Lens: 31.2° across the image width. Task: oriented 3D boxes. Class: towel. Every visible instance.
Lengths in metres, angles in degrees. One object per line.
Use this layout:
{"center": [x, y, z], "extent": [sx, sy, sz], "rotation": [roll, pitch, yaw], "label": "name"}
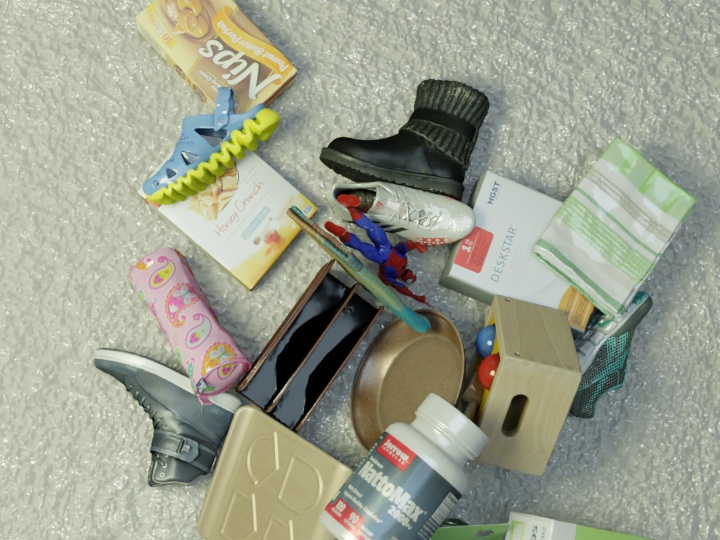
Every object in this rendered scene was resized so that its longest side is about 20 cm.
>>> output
{"center": [0.338, -0.058, 1.699], "extent": [0.149, 0.031, 0.201], "rotation": [38, 79, -3], "label": "towel"}
{"center": [0.000, 0.000, 1.617], "extent": [0.022, 0.200, 0.146], "rotation": [-49, 46, -3], "label": "towel"}

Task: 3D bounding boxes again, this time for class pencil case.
{"center": [-0.218, 0.068, 1.630], "extent": [0.087, 0.088, 0.201], "rotation": [-30, 67, -9], "label": "pencil case"}

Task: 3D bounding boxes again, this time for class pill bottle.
{"center": [0.055, 0.249, 1.506], "extent": [0.119, 0.120, 0.201], "rotation": [39, 82, -1], "label": "pill bottle"}

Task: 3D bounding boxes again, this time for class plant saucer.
{"center": [0.068, 0.150, 1.653], "extent": [0.036, 0.199, 0.203], "rotation": [28, 79, -36], "label": "plant saucer"}

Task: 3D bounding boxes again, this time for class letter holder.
{"center": [-0.062, 0.098, 1.647], "extent": [0.100, 0.142, 0.201], "rotation": [36, 80, -1], "label": "letter holder"}

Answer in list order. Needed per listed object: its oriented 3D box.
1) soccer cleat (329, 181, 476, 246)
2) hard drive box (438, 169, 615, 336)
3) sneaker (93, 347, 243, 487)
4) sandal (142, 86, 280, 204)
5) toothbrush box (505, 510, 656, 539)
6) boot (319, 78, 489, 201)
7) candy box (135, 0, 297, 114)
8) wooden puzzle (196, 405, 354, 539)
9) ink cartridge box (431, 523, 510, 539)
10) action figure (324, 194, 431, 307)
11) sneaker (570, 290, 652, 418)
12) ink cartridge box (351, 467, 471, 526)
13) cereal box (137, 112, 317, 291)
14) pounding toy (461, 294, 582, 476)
{"center": [0.052, -0.079, 1.683], "extent": [0.197, 0.085, 0.070], "rotation": [13, 81, 19], "label": "soccer cleat"}
{"center": [0.226, -0.020, 1.732], "extent": [0.198, 0.077, 0.158], "rotation": [21, 80, -4], "label": "hard drive box"}
{"center": [-0.268, 0.193, 1.643], "extent": [0.200, 0.077, 0.148], "rotation": [25, 78, -5], "label": "sneaker"}
{"center": [-0.201, -0.162, 1.654], "extent": [0.199, 0.080, 0.087], "rotation": [-39, 86, -9], "label": "sandal"}
{"center": [0.275, 0.397, 1.642], "extent": [0.198, 0.086, 0.148], "rotation": [17, 80, -36], "label": "toothbrush box"}
{"center": [0.060, -0.186, 1.729], "extent": [0.208, 0.079, 0.160], "rotation": [14, 80, -3], "label": "boot"}
{"center": [-0.192, -0.295, 1.722], "extent": [0.115, 0.055, 0.200], "rotation": [-43, 91, -9], "label": "candy box"}
{"center": [-0.101, 0.292, 1.613], "extent": [0.199, 0.046, 0.187], "rotation": [25, 99, 35], "label": "wooden puzzle"}
{"center": [0.085, 0.353, 1.620], "extent": [0.197, 0.146, 0.049], "rotation": [0, 70, 1], "label": "ink cartridge box"}
{"center": [0.042, -0.020, 1.650], "extent": [0.098, 0.200, 0.066], "rotation": [23, 79, 33], "label": "action figure"}
{"center": [0.331, 0.115, 1.741], "extent": [0.200, 0.078, 0.091], "rotation": [-47, 107, -7], "label": "sneaker"}
{"center": [0.044, 0.289, 1.657], "extent": [0.197, 0.104, 0.060], "rotation": [7, 83, -6], "label": "ink cartridge box"}
{"center": [-0.176, -0.091, 1.708], "extent": [0.199, 0.040, 0.144], "rotation": [39, 80, -1], "label": "cereal box"}
{"center": [0.175, 0.165, 1.633], "extent": [0.140, 0.185, 0.202], "rotation": [14, 117, -6], "label": "pounding toy"}
